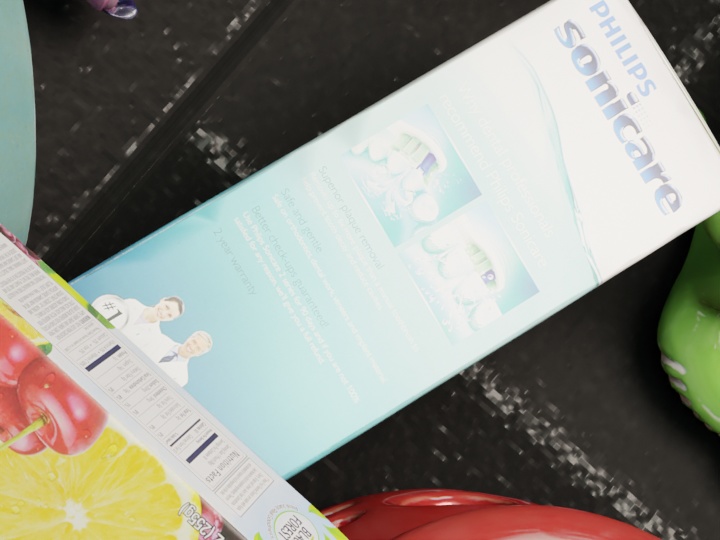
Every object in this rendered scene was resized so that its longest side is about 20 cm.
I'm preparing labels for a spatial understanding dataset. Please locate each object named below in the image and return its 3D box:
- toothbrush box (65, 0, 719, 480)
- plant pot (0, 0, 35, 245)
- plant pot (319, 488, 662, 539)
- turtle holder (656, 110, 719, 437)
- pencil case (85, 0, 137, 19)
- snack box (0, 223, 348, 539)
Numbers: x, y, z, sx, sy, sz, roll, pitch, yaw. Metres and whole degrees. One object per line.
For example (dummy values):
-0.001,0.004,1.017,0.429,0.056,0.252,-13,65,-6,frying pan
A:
0.000,0.000,0.791,0.200,0.146,0.085,-32,90,-14,toothbrush box
-0.189,-0.048,0.743,0.160,0.200,0.201,-5,83,-23,plant pot
0.034,0.167,0.759,0.200,0.182,0.201,1,85,-10,plant pot
0.177,-0.019,0.831,0.131,0.141,0.186,28,77,-7,turtle holder
-0.147,-0.159,0.811,0.199,0.087,0.083,26,36,-5,pencil case
-0.121,0.105,0.695,0.142,0.053,0.200,42,107,3,snack box
